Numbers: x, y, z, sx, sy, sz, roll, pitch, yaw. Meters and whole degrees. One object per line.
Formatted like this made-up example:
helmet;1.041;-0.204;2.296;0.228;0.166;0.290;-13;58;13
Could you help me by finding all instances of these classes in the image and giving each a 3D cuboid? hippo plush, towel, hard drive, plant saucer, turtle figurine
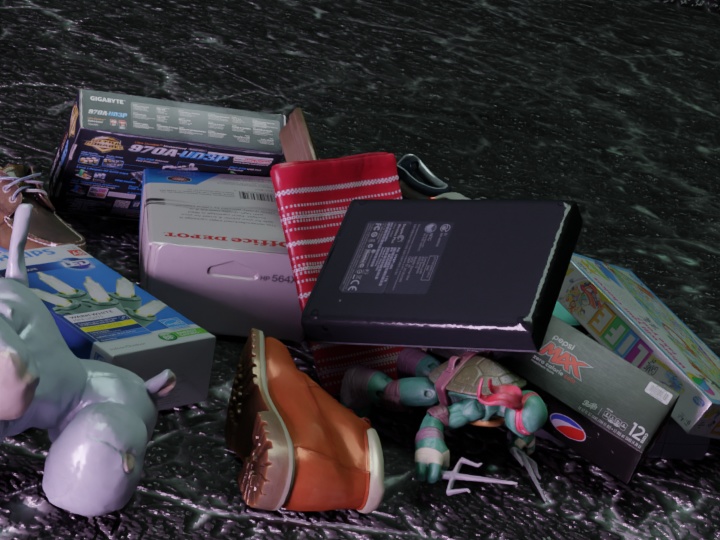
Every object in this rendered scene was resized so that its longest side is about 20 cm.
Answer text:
hippo plush;-0.227;0.099;1.300;0.160;0.159;0.201;37;26;-25
towel;0.000;0.000;1.596;0.144;0.202;0.022;-7;-10;-43
hard drive;0.065;0.000;1.503;0.198;0.033;0.140;1;48;27
plant saucer;-0.035;-0.048;1.708;0.029;0.201;0.200;-19;22;1
turtle figurine;0.084;0.110;1.462;0.149;0.102;0.199;7;8;-44

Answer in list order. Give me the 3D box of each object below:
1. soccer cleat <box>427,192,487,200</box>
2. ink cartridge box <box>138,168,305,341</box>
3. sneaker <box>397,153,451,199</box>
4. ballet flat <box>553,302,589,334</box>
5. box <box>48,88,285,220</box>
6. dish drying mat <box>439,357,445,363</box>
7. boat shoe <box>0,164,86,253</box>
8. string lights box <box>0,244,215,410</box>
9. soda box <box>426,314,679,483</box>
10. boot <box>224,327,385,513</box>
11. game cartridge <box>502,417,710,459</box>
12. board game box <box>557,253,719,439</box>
soccer cleat;0.121;-0.030;1.701;0.077;0.070;0.200;2;17;-18
ink cartridge box;-0.125;-0.017;1.689;0.145;0.085;0.200;5;22;-9
sneaker;-0.005;-0.070;1.871;0.198;0.109;0.070;15;19;8
ballet flat;0.138;0.039;1.713;0.198;0.069;0.068;0;59;-23
box;-0.186;-0.101;1.796;0.198;0.159;0.046;6;62;-18
dish drying mat;0.158;0.078;1.602;0.198;0.018;0.077;10;23;-10
boat shoe;-0.320;-0.058;1.708;0.199;0.073;0.072;25;24;32
string lights box;-0.218;0.046;1.506;0.102;0.059;0.199;-9;29;-43
soda box;0.152;0.083;1.516;0.199;0.071;0.063;33;66;13
boot;-0.042;0.116;1.416;0.106;0.076;0.200;9;28;-18
game cartridge;0.195;0.110;1.613;0.198;0.042;0.133;11;16;-4
board game box;0.252;0.065;1.607;0.134;0.034;0.200;15;27;-53
